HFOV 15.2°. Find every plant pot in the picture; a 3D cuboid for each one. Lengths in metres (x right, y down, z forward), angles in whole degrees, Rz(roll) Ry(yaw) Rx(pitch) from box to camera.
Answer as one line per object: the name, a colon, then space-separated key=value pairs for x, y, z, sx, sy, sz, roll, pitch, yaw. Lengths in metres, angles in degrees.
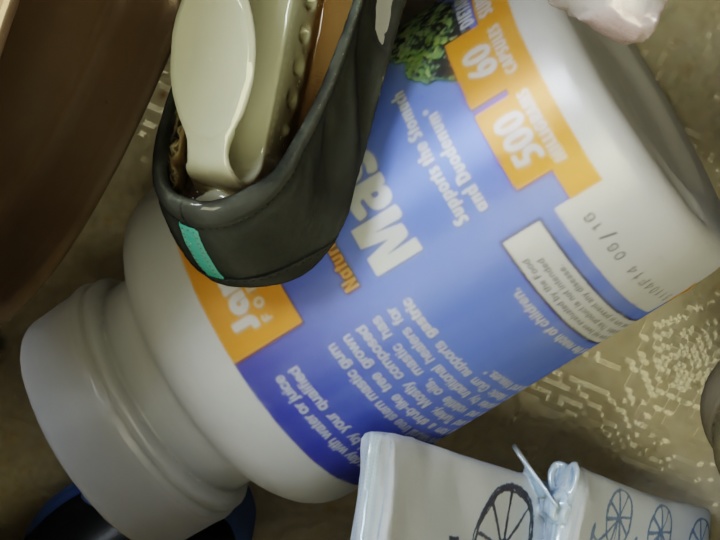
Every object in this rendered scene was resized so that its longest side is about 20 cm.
plant pot: x=-0.105 y=-0.092 z=0.730 sx=0.092 sy=0.201 sz=0.201 roll=22 pitch=115 yaw=7

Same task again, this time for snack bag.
snack bag: x=0.047 y=0.148 z=0.812 sx=0.021 sy=0.200 sz=0.189 roll=0 pitch=76 yaw=36

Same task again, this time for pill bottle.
pill bottle: x=0.000 y=0.000 z=0.809 sx=0.200 sy=0.112 sz=0.112 roll=-32 pitch=110 yaw=15

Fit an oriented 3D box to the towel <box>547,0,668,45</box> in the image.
towel: x=0.035 y=-0.184 z=0.628 sx=0.200 sy=0.032 sz=0.191 roll=34 pitch=96 yaw=-4

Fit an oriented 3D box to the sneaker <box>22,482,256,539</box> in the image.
sneaker: x=-0.115 y=0.139 z=0.896 sx=0.200 sy=0.078 sz=0.070 roll=-39 pitch=108 yaw=18

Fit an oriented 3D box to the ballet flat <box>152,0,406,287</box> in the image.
ballet flat: x=-0.014 y=-0.095 z=0.737 sx=0.068 sy=0.068 sz=0.201 roll=6 pitch=80 yaw=25

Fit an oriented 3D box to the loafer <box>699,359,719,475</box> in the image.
loafer: x=0.164 y=0.016 z=0.755 sx=0.076 sy=0.068 sz=0.200 roll=10 pitch=139 yaw=-17
